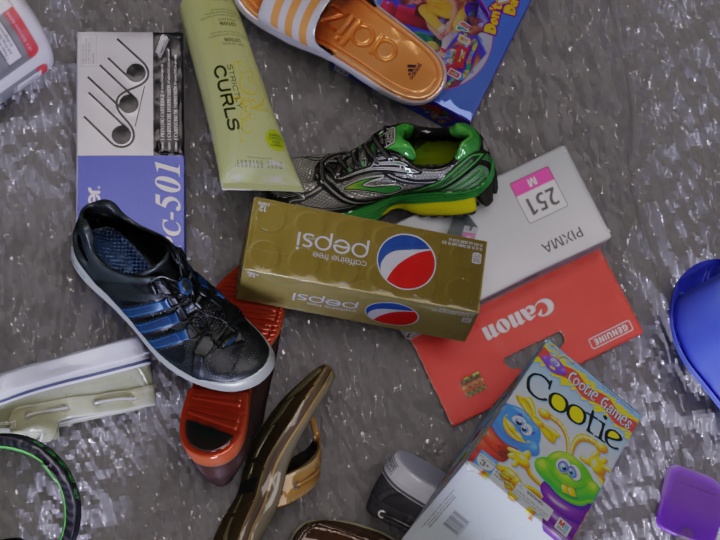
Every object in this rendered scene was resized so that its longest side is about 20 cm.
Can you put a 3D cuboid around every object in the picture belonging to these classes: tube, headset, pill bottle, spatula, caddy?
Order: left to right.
[{"bbox_3d":[-0.364,-0.161,1.681,0.200,0.114,0.114,-38,84,-14],"label":"pill bottle"},{"bbox_3d":[-0.315,0.217,1.606,0.200,0.094,0.124,-40,88,5],"label":"headset"},{"bbox_3d":[-0.105,-0.149,1.715,0.058,0.052,0.201,-20,61,5],"label":"tube"},{"bbox_3d":[0.260,0.263,1.711,0.056,0.021,0.201,18,76,3],"label":"spatula"},{"bbox_3d":[0.352,0.069,1.729,0.141,0.105,0.200,-33,82,-36],"label":"caddy"}]

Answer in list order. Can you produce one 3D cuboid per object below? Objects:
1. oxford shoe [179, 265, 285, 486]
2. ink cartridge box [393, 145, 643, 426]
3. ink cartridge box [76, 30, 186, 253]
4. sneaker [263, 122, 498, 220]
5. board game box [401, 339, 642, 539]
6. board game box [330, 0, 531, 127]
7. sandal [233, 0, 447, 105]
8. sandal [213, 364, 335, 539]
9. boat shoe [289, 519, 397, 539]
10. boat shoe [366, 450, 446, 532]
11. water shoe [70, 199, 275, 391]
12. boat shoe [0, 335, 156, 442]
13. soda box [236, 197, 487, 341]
[{"bbox_3d":[-0.105,0.083,1.689,0.071,0.073,0.201,9,58,13],"label":"oxford shoe"},{"bbox_3d":[0.126,0.012,1.743,0.199,0.044,0.175,-25,80,-12],"label":"ink cartridge box"},{"bbox_3d":[-0.195,-0.102,1.726,0.093,0.044,0.202,0,77,-6],"label":"ink cartridge box"},{"bbox_3d":[0.013,-0.091,1.712,0.198,0.086,0.078,-8,49,5],"label":"sneaker"},{"bbox_3d":[0.132,0.164,1.623,0.103,0.105,0.200,38,36,2],"label":"board game box"},{"bbox_3d":[0.077,-0.239,1.794,0.134,0.045,0.201,27,75,0],"label":"board game box"},{"bbox_3d":[-0.014,-0.217,1.723,0.206,0.059,0.079,31,75,8],"label":"sandal"},{"bbox_3d":[-0.064,0.173,1.666,0.054,0.080,0.201,27,76,-16],"label":"sandal"},{"bbox_3d":[0.035,0.259,1.655,0.201,0.075,0.075,27,75,-1],"label":"boat shoe"},{"bbox_3d":[0.093,0.228,1.678,0.199,0.070,0.066,32,103,-11],"label":"boat shoe"},{"bbox_3d":[-0.155,0.023,1.626,0.199,0.079,0.072,35,66,10],"label":"water shoe"},{"bbox_3d":[-0.261,0.109,1.655,0.198,0.072,0.063,-18,84,-12],"label":"boat shoe"},{"bbox_3d":[0.000,0.000,1.671,0.198,0.064,0.068,10,65,-4],"label":"soda box"}]
